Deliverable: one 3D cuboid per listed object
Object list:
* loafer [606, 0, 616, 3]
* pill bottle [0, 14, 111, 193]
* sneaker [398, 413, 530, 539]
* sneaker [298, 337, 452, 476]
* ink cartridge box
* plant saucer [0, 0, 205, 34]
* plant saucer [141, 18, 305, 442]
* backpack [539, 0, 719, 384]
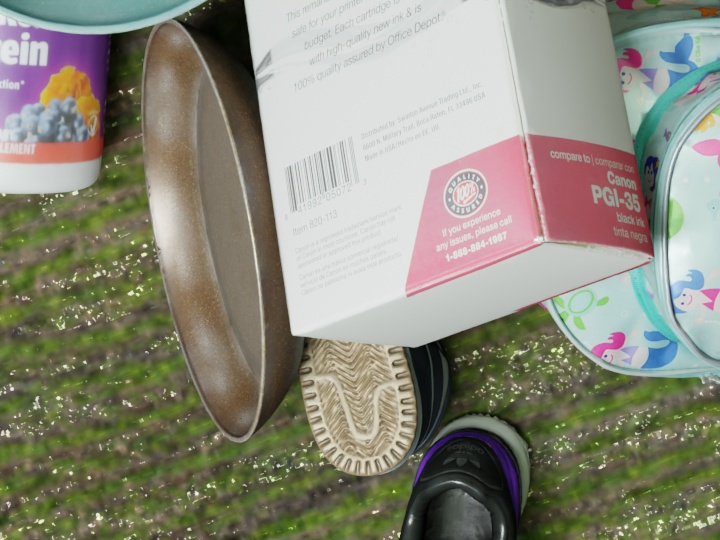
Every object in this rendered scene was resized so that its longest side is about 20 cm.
[{"bbox_3d":[0.110,-0.104,1.095,0.199,0.072,0.063,-37,100,10],"label":"loafer"},{"bbox_3d":[-0.172,-0.145,1.103,0.110,0.111,0.202,7,101,7],"label":"pill bottle"},{"bbox_3d":[0.041,0.178,1.135,0.069,0.100,0.202,5,100,9],"label":"sneaker"},{"bbox_3d":[0.000,0.000,1.120,0.069,0.108,0.202,-8,83,11],"label":"sneaker"},{"bbox_3d":[0.032,-0.083,0.977,0.146,0.082,0.202,-21,71,41],"label":"ink cartridge box"},{"bbox_3d":[-0.126,-0.207,1.031,0.198,0.036,0.202,-1,93,-17],"label":"plant saucer"},{"bbox_3d":[-0.064,-0.021,1.081,0.032,0.200,0.202,-11,99,-18],"label":"plant saucer"},{"bbox_3d":[0.165,-0.037,1.035,0.198,0.151,0.179,-1,107,-5],"label":"backpack"}]
